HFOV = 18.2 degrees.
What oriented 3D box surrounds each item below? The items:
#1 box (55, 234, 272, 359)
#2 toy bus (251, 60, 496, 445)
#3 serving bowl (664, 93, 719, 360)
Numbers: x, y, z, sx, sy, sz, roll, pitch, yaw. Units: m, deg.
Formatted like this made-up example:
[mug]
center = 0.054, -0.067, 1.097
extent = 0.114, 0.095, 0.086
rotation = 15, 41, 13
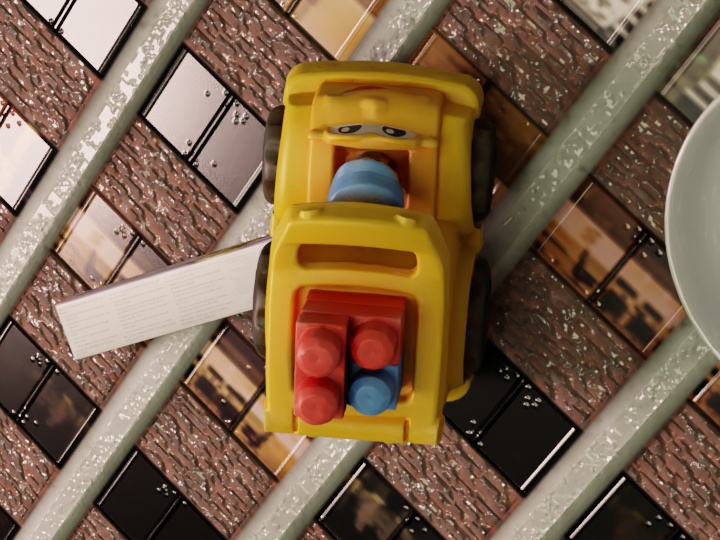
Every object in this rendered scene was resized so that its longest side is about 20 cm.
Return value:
[box]
center = -0.102, 0.012, 1.403
extent = 0.200, 0.039, 0.042
rotation = -17, 96, 34
[toy bus]
center = 0.000, 0.000, 1.229
extent = 0.135, 0.192, 0.201
rotation = 5, 107, 7
[serving bowl]
center = 0.262, -0.023, 1.158
extent = 0.200, 0.066, 0.201
rotation = 10, 111, 29
